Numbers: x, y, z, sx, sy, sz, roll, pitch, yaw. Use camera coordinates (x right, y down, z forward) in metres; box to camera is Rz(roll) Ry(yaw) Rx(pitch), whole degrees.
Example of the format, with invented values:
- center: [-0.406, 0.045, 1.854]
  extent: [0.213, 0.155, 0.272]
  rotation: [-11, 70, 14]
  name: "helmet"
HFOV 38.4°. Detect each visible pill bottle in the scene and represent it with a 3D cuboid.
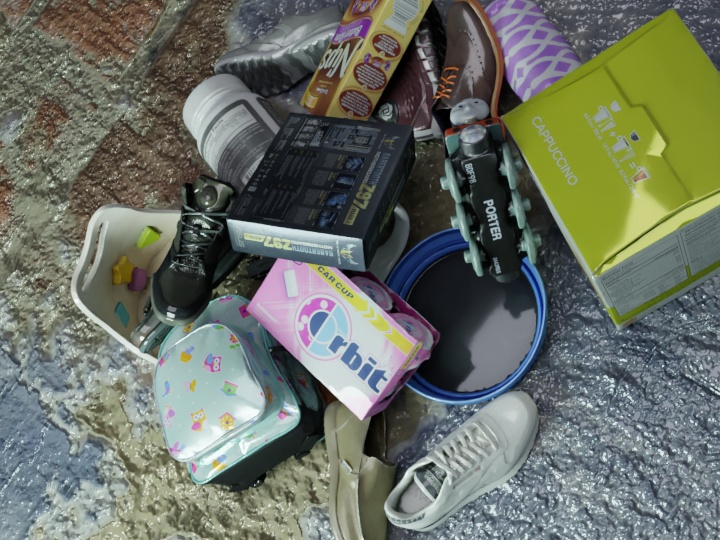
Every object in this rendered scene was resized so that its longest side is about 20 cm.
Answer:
- center: [-0.136, -0.151, 1.304]
  extent: [0.113, 0.113, 0.201]
  rotation: [-43, 62, 7]
  name: "pill bottle"

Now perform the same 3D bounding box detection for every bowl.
- center: [0.117, 0.052, 1.170]
  extent: [0.198, 0.039, 0.204]
  rotation: [-7, 72, 22]
  name: "bowl"

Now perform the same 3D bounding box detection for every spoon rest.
- center: [0.000, 0.000, 1.214]
  extent: [0.201, 0.060, 0.100]
  rotation: [-59, 36, 22]
  name: "spoon rest"

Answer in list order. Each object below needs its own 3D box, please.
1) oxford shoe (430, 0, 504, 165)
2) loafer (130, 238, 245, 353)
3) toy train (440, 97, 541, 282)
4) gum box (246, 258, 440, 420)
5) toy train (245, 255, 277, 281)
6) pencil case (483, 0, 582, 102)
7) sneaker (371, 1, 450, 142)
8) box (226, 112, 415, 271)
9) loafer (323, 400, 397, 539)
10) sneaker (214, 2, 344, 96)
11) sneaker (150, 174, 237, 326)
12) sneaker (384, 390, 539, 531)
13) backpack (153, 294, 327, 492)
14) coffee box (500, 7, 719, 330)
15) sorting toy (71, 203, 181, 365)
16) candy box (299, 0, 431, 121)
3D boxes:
- center: [0.119, -0.212, 1.186]
  extent: [0.071, 0.072, 0.203]
  rotation: [-5, 94, 58]
  name: "oxford shoe"
- center: [-0.221, 0.019, 1.275]
  extent: [0.063, 0.072, 0.200]
  rotation: [40, 56, 2]
  name: "loafer"
- center: [0.132, -0.082, 1.080]
  extent: [0.084, 0.201, 0.115]
  rotation: [-14, 42, 9]
  name: "toy train"
- center: [-0.018, 0.060, 1.149]
  extent: [0.200, 0.066, 0.114]
  rotation: [42, 112, 18]
  name: "gum box"
- center: [-0.050, -0.033, 1.269]
  extent: [0.198, 0.046, 0.035]
  rotation: [-23, 80, 18]
  name: "toy train"
- center: [0.209, -0.228, 1.188]
  extent: [0.083, 0.086, 0.202]
  rotation: [-25, 65, -2]
  name: "pencil case"
- center: [0.049, -0.247, 1.274]
  extent: [0.114, 0.076, 0.203]
  rotation: [-15, 70, 23]
  name: "sneaker"
- center: [-0.038, -0.092, 1.140]
  extent: [0.155, 0.051, 0.201]
  rotation: [8, 46, 16]
  name: "box"
- center: [0.005, 0.236, 1.145]
  extent: [0.067, 0.076, 0.203]
  rotation: [-21, 67, 24]
  name: "loafer"
- center: [-0.099, -0.293, 1.366]
  extent: [0.197, 0.075, 0.083]
  rotation: [-14, 54, 14]
  name: "sneaker"
- center: [-0.195, -0.035, 1.208]
  extent: [0.075, 0.115, 0.201]
  rotation: [16, 50, 3]
  name: "sneaker"
- center: [0.110, 0.205, 1.105]
  extent: [0.200, 0.080, 0.076]
  rotation: [-45, 60, 4]
  name: "sneaker"
- center: [-0.153, 0.133, 1.209]
  extent: [0.175, 0.153, 0.202]
  rotation: [-34, 56, 17]
  name: "backpack"
- center: [0.288, -0.094, 1.044]
  extent: [0.199, 0.198, 0.201]
  rotation: [-31, 64, 11]
  name: "coffee box"
- center: [-0.287, 0.002, 1.289]
  extent: [0.106, 0.180, 0.203]
  rotation: [10, 78, 26]
  name: "sorting toy"
- center: [0.005, -0.267, 1.255]
  extent: [0.202, 0.056, 0.117]
  rotation: [-63, 25, 12]
  name: "candy box"
